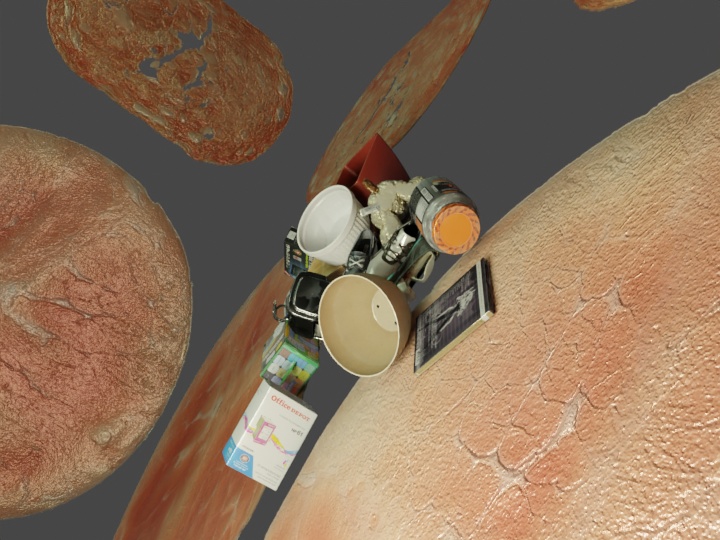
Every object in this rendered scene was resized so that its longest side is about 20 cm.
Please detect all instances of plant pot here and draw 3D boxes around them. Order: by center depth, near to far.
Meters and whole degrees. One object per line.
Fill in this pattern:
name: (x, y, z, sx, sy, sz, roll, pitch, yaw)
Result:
plant pot: (0.028, 0.095, 1.169, 0.200, 0.203, 0.133, -43, -14, 35)
plant pot: (0.037, -0.230, 1.653, 0.199, 0.174, 0.204, -34, 29, 52)

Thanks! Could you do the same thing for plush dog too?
plush dog: (0.071, -0.163, 1.472, 0.204, 0.158, 0.172, -59, -5, -6)

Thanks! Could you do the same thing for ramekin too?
ramekin: (-0.065, -0.111, 1.511, 0.197, 0.104, 0.205, -24, 50, 31)

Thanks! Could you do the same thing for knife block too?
knife block: (-0.060, 0.002, 1.561, 0.173, 0.064, 0.204, 13, 71, 45)

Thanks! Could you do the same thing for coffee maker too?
coffee maker: (-0.139, 0.099, 1.467, 0.201, 0.186, 0.139, 99, 163, -68)

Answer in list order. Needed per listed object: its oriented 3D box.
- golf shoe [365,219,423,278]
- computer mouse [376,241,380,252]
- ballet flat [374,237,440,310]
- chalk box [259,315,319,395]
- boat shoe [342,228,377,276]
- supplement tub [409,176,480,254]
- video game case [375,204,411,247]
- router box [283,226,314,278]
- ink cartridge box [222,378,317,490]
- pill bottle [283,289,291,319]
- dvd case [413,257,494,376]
golf shoe: (0.077, -0.046, 1.293, 0.201, 0.077, 0.095, -51, -16, -26)
computer mouse: (0.000, 0.000, 1.424, 0.057, 0.035, 0.202, 1, 44, 37)
ballet flat: (0.104, 0.018, 1.242, 0.068, 0.068, 0.202, 37, 93, 43)
chalk box: (-0.192, 0.246, 1.568, 0.125, 0.122, 0.201, -50, 20, 16)
boat shoe: (-0.004, -0.015, 1.358, 0.069, 0.070, 0.203, 78, -153, -48)
supplement tub: (0.174, -0.114, 1.181, 0.124, 0.121, 0.201, -52, 19, 14)
video game case: (0.082, -0.073, 1.523, 0.181, 0.022, 0.204, -33, 31, 53)
router box: (-0.163, -0.033, 1.786, 0.202, 0.146, 0.063, 101, -168, -59)
ink cartridge box: (-0.214, 0.386, 1.354, 0.204, 0.143, 0.084, -60, 19, -9)
pill bottle: (-0.180, 0.127, 1.743, 0.115, 0.112, 0.201, -52, 19, 12)
dvd case: (0.166, 0.085, 1.045, 0.200, 0.016, 0.151, -47, 20, 33)
